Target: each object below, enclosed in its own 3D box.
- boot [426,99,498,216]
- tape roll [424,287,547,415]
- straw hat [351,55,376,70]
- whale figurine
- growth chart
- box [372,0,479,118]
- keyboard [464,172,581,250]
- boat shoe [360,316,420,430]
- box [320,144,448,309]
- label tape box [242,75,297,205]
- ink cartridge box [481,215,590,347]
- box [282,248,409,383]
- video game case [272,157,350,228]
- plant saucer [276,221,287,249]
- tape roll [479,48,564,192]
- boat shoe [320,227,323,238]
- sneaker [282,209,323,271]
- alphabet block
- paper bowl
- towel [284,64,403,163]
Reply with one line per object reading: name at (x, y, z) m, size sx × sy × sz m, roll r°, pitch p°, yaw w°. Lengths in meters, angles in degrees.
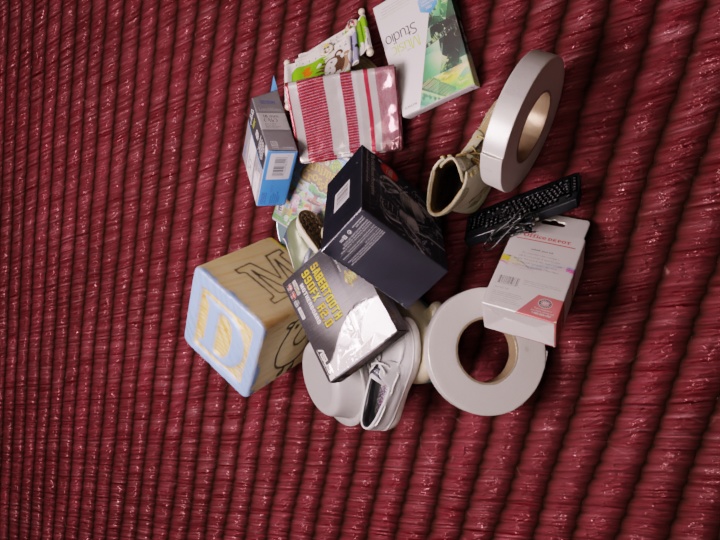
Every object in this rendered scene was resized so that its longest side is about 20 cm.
boot at (0.180, -0.179, 0.950) m, size 0.071 × 0.154 × 0.203 m, roll 33°, pitch 113°, yaw 22°
tape roll at (0.203, 0.131, 0.980) m, size 0.197 × 0.037 × 0.208 m, roll 1°, pitch 82°, yaw -7°
straw hat at (-0.053, -0.307, 1.116) m, size 0.197 × 0.085 × 0.206 m, roll 5°, pitch 100°, yaw 31°
whale figurine at (0.105, 0.103, 1.086) m, size 0.159 × 0.102 × 0.203 m, roll -43°, pitch 52°, yaw 37°
growth chart at (-0.061, -0.378, 1.088) m, size 0.197 × 0.018 × 0.147 m, roll -27°, pitch 54°, yaw 16°
box at (0.111, -0.385, 1.032) m, size 0.142 × 0.036 × 0.205 m, roll -17°, pitch 90°, yaw 32°
keyboard at (0.250, -0.098, 0.952) m, size 0.197 × 0.105 × 0.040 m, roll -22°, pitch 128°, yaw 32°
boat shoe at (0.044, 0.177, 1.016) m, size 0.072 × 0.068 × 0.204 m, roll 33°, pitch 111°, yaw 42°
box at (0.039, -0.075, 0.988) m, size 0.181 × 0.202 × 0.104 m, roll 34°, pitch 122°, yaw -24°
label tape box at (-0.182, -0.248, 1.145) m, size 0.145 × 0.062 × 0.203 m, roll 115°, pitch 142°, yaw -50°
ink cartridge box at (0.277, 0.005, 0.933) m, size 0.114 × 0.202 × 0.068 m, roll 14°, pitch 147°, yaw 28°
box at (-0.030, 0.061, 1.015) m, size 0.158 × 0.048 × 0.203 m, roll -38°, pitch 67°, yaw 24°
video game case at (-0.069, -0.139, 1.142) m, size 0.198 × 0.022 × 0.185 m, roll 31°, pitch 112°, yaw 25°
plant saucer at (-0.080, -0.093, 1.192) m, size 0.197 × 0.038 × 0.206 m, roll 5°, pitch 100°, yaw 32°
tape roll at (0.239, -0.216, 0.881) m, size 0.037 × 0.202 × 0.207 m, roll 27°, pitch 110°, yaw 24°
boat shoe at (0.000, 0.000, 1.079) m, size 0.067 × 0.075 × 0.203 m, roll -24°, pitch 95°, yaw 27°
sneaker at (-0.082, -0.006, 1.130) m, size 0.089 × 0.067 × 0.203 m, roll -31°, pitch 86°, yaw 45°
alphabet block at (-0.201, 0.084, 1.177) m, size 0.195 × 0.199 × 0.198 m, roll 38°, pitch 129°, yaw 21°
paper bowl at (-0.037, 0.190, 1.127) m, size 0.199 × 0.103 × 0.205 m, roll 27°, pitch 123°, yaw 52°
towel at (-0.026, -0.272, 1.057) m, size 0.195 × 0.023 × 0.147 m, roll -7°, pitch 112°, yaw 5°
